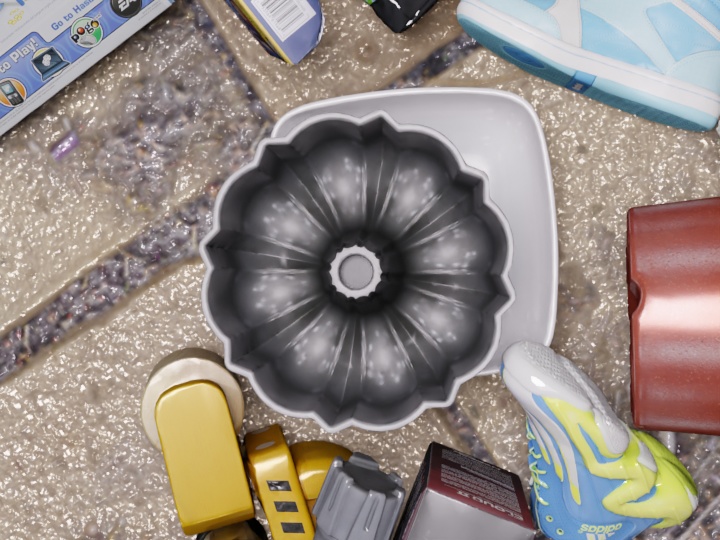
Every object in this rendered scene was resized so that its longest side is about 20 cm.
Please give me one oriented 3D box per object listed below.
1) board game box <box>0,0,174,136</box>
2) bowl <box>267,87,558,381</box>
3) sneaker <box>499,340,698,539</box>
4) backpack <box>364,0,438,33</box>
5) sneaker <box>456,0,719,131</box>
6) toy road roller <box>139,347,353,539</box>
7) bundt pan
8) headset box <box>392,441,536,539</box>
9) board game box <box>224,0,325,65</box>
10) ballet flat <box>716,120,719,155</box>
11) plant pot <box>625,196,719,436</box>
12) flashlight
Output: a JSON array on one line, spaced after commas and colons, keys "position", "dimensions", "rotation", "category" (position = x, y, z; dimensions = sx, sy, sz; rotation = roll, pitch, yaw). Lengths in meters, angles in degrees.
[{"position": [-0.266, -0.210, 0.785], "dimensions": [0.199, 0.056, 0.196], "rotation": [-33, 119, 12], "category": "board game box"}, {"position": [0.038, -0.025, 0.813], "dimensions": [0.199, 0.075, 0.201], "rotation": [-3, 90, 6], "category": "bowl"}, {"position": [0.142, 0.135, 0.779], "dimensions": [0.105, 0.076, 0.200], "rotation": [-43, 115, 15], "category": "sneaker"}, {"position": [0.003, -0.292, 0.790], "dimensions": [0.200, 0.154, 0.163], "rotation": [39, 96, -18], "category": "backpack"}, {"position": [0.176, -0.190, 0.800], "dimensions": [0.199, 0.080, 0.131], "rotation": [21, 94, -5], "category": "sneaker"}, {"position": [-0.063, 0.143, 0.803], "dimensions": [0.145, 0.123, 0.201], "rotation": [-17, 94, -8], "category": "toy road roller"}, {"position": [0.000, 0.000, 0.741], "dimensions": [0.200, 0.076, 0.203], "rotation": [0, 91, 5], "category": "bundt pan"}, {"position": [0.052, 0.208, 0.750], "dimensions": [0.075, 0.200, 0.149], "rotation": [20, 91, 4], "category": "headset box"}, {"position": [-0.098, -0.241, 0.780], "dimensions": [0.062, 0.200, 0.200], "rotation": [-39, 107, 2], "category": "board game box"}, {"position": [0.341, -0.085, 0.794], "dimensions": [0.199, 0.076, 0.064], "rotation": [2, 128, -3], "category": "ballet flat"}, {"position": [0.274, 0.029, 0.745], "dimensions": [0.194, 0.201, 0.202], "rotation": [-2, 90, 13], "category": "plant pot"}, {"position": [-0.026, 0.221, 0.718], "dimensions": [0.067, 0.068, 0.201], "rotation": [26, 102, 29], "category": "flashlight"}]
